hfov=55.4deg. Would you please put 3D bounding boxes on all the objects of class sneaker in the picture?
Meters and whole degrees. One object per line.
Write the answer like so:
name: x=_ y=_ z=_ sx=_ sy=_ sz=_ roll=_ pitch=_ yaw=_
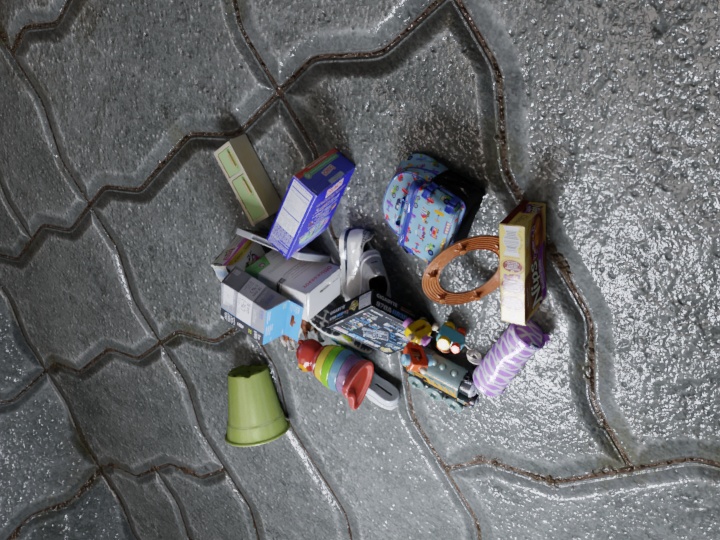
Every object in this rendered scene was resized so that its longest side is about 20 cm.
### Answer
sneaker: x=0.034 y=0.055 z=1.561 sx=0.083 sy=0.073 sz=0.203 roll=-112 pitch=6 yaw=-49
sneaker: x=0.016 y=0.289 z=1.748 sx=0.199 sy=0.073 sz=0.072 roll=39 pitch=150 yaw=25
sneaker: x=0.000 y=0.000 z=1.599 sx=0.078 sy=0.077 sz=0.205 roll=5 pitch=122 yaw=19
sneaker: x=-0.058 y=0.154 z=1.705 sx=0.198 sy=0.079 sz=0.080 roll=35 pitch=146 yaw=-8

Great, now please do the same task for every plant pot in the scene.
plant pot: x=-0.314 y=0.380 z=2.005 sx=0.196 sy=0.198 sz=0.196 roll=0 pitch=102 yaw=38

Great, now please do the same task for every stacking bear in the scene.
stacking bear: x=-0.075 y=0.235 z=1.688 sx=0.196 sy=0.115 sz=0.122 roll=23 pitch=156 yaw=27

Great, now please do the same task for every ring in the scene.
ring: x=0.217 y=0.007 z=1.360 sx=0.202 sy=0.195 sz=0.020 roll=120 pitch=146 yaw=-41

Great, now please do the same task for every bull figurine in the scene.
bull figurine: x=-0.153 y=0.138 z=1.792 sx=0.198 sy=0.064 sz=0.125 roll=-24 pitch=76 yaw=49

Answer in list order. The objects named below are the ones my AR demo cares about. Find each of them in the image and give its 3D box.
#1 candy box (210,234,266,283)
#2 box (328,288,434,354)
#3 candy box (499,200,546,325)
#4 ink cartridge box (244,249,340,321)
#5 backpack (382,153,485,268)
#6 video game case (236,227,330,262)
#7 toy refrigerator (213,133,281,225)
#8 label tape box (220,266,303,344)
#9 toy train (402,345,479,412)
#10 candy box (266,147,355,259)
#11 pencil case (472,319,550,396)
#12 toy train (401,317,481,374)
candy box: x=-0.284 y=0.020 z=1.758 sx=0.060 sy=0.137 sz=0.203 roll=3 pitch=132 yaw=35
box: x=0.048 y=0.122 z=1.565 sx=0.197 sy=0.047 sz=0.157 roll=27 pitch=144 yaw=-32
candy box: x=0.310 y=-0.015 z=1.306 sx=0.055 sy=0.116 sz=0.205 roll=9 pitch=119 yaw=33
ink cartridge box: x=-0.164 y=0.027 z=1.689 sx=0.196 sy=0.146 sz=0.086 roll=21 pitch=128 yaw=28
backpack: x=0.127 y=-0.127 z=1.380 sx=0.198 sy=0.134 sz=0.186 roll=36 pitch=131 yaw=21
video game case: x=-0.187 y=-0.061 z=1.668 sx=0.196 sy=0.142 sz=0.019 roll=22 pitch=98 yaw=28
toy refrigerator: x=-0.277 y=-0.222 z=1.692 sx=0.075 sy=0.070 sz=0.204 roll=-20 pitch=100 yaw=43
label tape box: x=-0.240 y=0.101 z=1.640 sx=0.197 sy=0.064 sz=0.146 roll=30 pitch=141 yaw=12
toy train: x=0.181 y=0.242 z=1.561 sx=0.197 sy=0.086 sz=0.115 roll=27 pitch=152 yaw=24
candy box: x=-0.110 y=-0.149 z=1.530 sx=0.077 sy=0.169 sz=0.202 roll=39 pitch=132 yaw=8
pencil case: x=0.314 y=0.184 z=1.447 sx=0.083 sy=0.085 sz=0.202 roll=16 pitch=135 yaw=-16
toy train: x=0.157 y=0.174 z=1.478 sx=0.056 sy=0.195 sz=0.152 roll=-64 pitch=35 yaw=36
